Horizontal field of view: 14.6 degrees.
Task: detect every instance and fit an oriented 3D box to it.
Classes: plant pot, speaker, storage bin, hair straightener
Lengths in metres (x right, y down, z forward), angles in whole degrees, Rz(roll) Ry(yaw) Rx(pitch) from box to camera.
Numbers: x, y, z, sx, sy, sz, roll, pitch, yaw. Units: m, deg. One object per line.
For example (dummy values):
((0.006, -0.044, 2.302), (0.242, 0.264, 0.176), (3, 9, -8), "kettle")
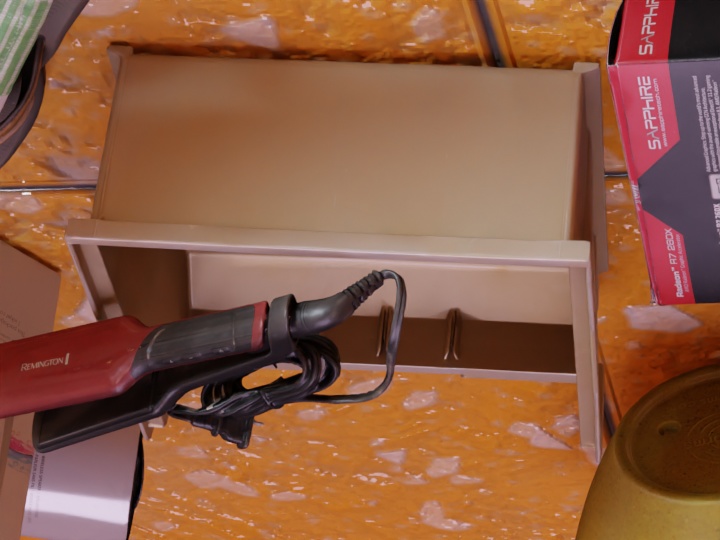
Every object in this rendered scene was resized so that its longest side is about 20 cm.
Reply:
((0.177, 0.127, 1.286), (0.199, 0.200, 0.142), (-5, 124, 20), "plant pot")
((-0.203, 0.085, 1.368), (0.199, 0.081, 0.081), (7, 152, -2), "speaker")
((0.000, 0.000, 1.155), (0.199, 0.094, 0.199), (2, 151, 7), "storage bin")
((-0.058, 0.037, 1.110), (0.200, 0.041, 0.077), (-19, 143, 32), "hair straightener")

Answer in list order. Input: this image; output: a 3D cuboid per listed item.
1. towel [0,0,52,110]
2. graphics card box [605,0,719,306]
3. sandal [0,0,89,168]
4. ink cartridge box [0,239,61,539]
((-0.155, -0.111, 0.946), (0.152, 0.023, 0.200), (-8, 147, -37), "towel")
((0.199, -0.049, 1.037), (0.199, 0.051, 0.126), (-2, 132, 17), "graphics card box")
((-0.148, -0.078, 1.081), (0.081, 0.055, 0.200), (18, 150, -21), "sandal")
((-0.208, 0.090, 1.251), (0.116, 0.201, 0.067), (-17, 144, 37), "ink cartridge box")
